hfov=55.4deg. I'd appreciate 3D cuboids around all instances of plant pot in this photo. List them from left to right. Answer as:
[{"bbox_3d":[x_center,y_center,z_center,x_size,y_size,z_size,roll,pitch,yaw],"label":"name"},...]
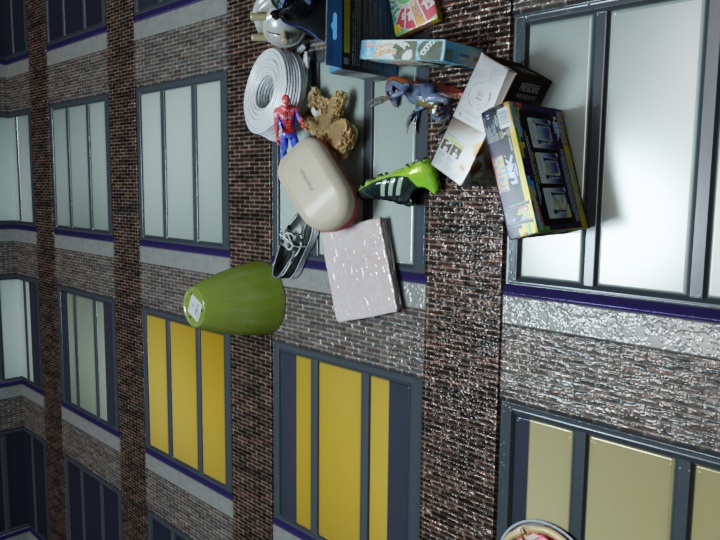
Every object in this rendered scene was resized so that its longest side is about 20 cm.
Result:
[{"bbox_3d":[-0.316,0.076,1.653,0.186,0.199,0.189,6,98,44],"label":"plant pot"}]

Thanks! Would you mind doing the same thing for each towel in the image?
[{"bbox_3d":[0.000,0.000,1.451,0.190,0.032,0.202,-12,86,44],"label":"towel"}]

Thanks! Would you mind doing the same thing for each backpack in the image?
[{"bbox_3d":[-0.067,-0.571,1.363,0.191,0.199,0.155,-51,47,31],"label":"backpack"}]

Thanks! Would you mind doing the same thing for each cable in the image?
[{"bbox_3d":[-0.194,-0.398,1.551,0.199,0.069,0.202,-12,74,50],"label":"cable"}]

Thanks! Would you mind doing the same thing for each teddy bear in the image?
[{"bbox_3d":[-0.064,-0.315,1.466,0.199,0.066,0.146,25,107,48],"label":"teddy bear"}]

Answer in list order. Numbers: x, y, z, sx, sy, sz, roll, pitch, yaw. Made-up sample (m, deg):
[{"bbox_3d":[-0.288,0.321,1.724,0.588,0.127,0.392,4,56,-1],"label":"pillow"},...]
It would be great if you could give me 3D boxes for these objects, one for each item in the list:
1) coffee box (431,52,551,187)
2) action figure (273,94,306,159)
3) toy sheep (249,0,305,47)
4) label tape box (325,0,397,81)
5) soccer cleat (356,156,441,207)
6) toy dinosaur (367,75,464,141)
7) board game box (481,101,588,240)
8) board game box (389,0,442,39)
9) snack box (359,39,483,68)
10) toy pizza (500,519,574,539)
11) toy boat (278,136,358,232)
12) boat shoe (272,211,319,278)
[{"bbox_3d":[0.218,-0.247,1.152,0.080,0.114,0.201,43,123,33],"label":"coffee box"},{"bbox_3d":[-0.150,-0.275,1.480,0.099,0.065,0.201,-108,12,-49],"label":"action figure"},{"bbox_3d":[-0.173,-0.549,1.484,0.138,0.137,0.201,-40,45,39],"label":"toy sheep"},{"bbox_3d":[-0.014,-0.445,1.298,0.063,0.199,0.146,7,99,43],"label":"label tape box"},{"bbox_3d":[0.071,-0.158,1.344,0.199,0.067,0.082,-15,97,44],"label":"soccer cleat"},{"bbox_3d":[0.119,-0.324,1.295,0.199,0.105,0.182,-30,54,4],"label":"toy dinosaur"},{"bbox_3d":[0.274,-0.154,1.069,0.056,0.165,0.202,-15,84,43],"label":"board game box"},{"bbox_3d":[0.093,-0.553,1.295,0.095,0.030,0.202,-12,83,36],"label":"board game box"},{"bbox_3d":[0.108,-0.391,1.242,0.199,0.116,0.037,18,107,42],"label":"snack box"},{"bbox_3d":[0.319,0.538,1.193,0.199,0.032,0.202,6,99,44],"label":"toy pizza"},{"bbox_3d":[-0.073,-0.175,1.436,0.130,0.130,0.201,-38,73,25],"label":"toy boat"},{"bbox_3d":[-0.154,-0.068,1.569,0.074,0.068,0.200,46,124,31],"label":"boat shoe"}]
